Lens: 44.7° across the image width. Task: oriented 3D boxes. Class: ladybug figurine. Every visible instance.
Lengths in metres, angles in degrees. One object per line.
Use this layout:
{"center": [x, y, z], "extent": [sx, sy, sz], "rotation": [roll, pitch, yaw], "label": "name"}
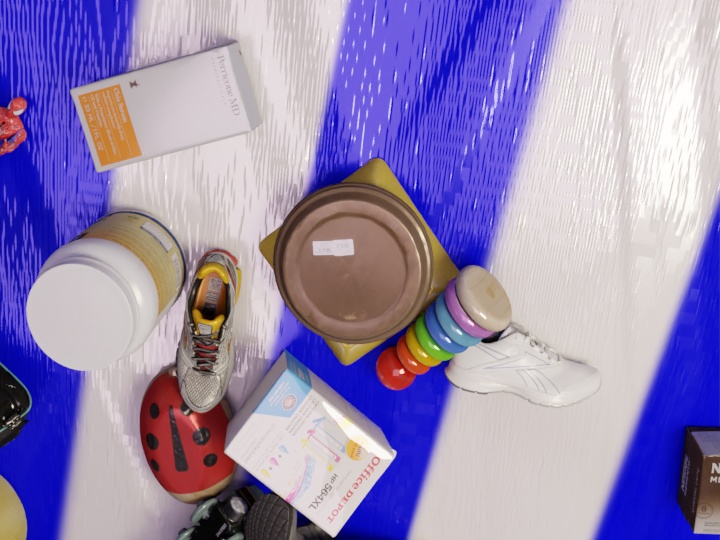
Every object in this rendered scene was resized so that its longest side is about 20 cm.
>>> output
{"center": [-0.232, 0.224, 1.163], "extent": [0.132, 0.072, 0.205], "rotation": [-9, 106, 8], "label": "ladybug figurine"}

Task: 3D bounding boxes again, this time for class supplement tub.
{"center": [-0.296, 0.020, 1.036], "extent": [0.141, 0.200, 0.148], "rotation": [1, 108, 4], "label": "supplement tub"}

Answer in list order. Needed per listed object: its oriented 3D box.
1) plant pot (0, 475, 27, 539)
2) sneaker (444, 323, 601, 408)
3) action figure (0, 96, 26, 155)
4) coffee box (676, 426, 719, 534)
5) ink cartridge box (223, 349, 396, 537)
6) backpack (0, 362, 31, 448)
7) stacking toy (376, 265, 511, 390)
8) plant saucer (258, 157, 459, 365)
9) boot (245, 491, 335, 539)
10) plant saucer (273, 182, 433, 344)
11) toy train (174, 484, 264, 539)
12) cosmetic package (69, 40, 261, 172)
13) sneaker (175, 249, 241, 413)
{"center": [-0.583, 0.380, 1.204], "extent": [0.195, 0.142, 0.205], "rotation": [1, 108, 4], "label": "plant pot"}
{"center": [0.206, 0.116, 1.096], "extent": [0.195, 0.075, 0.089], "rotation": [8, 103, 1], "label": "sneaker"}
{"center": [-0.474, -0.129, 1.061], "extent": [0.065, 0.099, 0.200], "rotation": [40, 104, -10], "label": "action figure"}
{"center": [0.516, 0.267, 1.111], "extent": [0.195, 0.080, 0.117], "rotation": [2, 108, 4], "label": "coffee box"}
{"center": [-0.056, 0.222, 1.105], "extent": [0.199, 0.125, 0.129], "rotation": [39, 89, -8], "label": "ink cartridge box"}
{"center": [-0.546, 0.166, 1.118], "extent": [0.201, 0.175, 0.153], "rotation": [49, 136, 0], "label": "backpack"}
{"center": [0.092, 0.082, 1.080], "extent": [0.085, 0.086, 0.200], "rotation": [42, 126, -9], "label": "stacking toy"}
{"center": [0.000, 0.000, 1.087], "extent": [0.198, 0.049, 0.202], "rotation": [-34, 102, 13], "label": "plant saucer"}
{"center": [-0.086, 0.351, 1.164], "extent": [0.069, 0.130, 0.204], "rotation": [32, 125, 31], "label": "boot"}
{"center": [-0.010, -0.003, 1.047], "extent": [0.195, 0.030, 0.205], "rotation": [2, 108, 5], "label": "plant saucer"}
{"center": [-0.198, 0.376, 1.188], "extent": [0.085, 0.113, 0.201], "rotation": [45, 111, 23], "label": "toy train"}
{"center": [-0.226, -0.192, 1.032], "extent": [0.195, 0.071, 0.104], "rotation": [-14, 106, 8], "label": "cosmetic package"}
{"center": [-0.195, 0.078, 1.090], "extent": [0.076, 0.082, 0.205], "rotation": [5, 96, -2], "label": "sneaker"}
